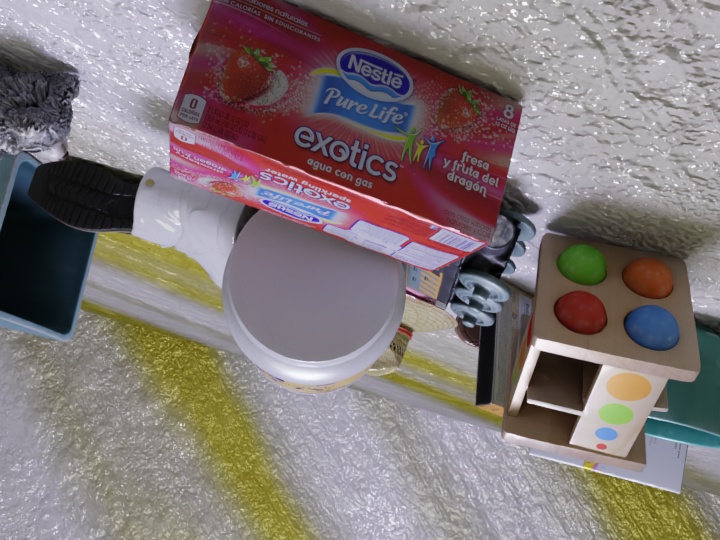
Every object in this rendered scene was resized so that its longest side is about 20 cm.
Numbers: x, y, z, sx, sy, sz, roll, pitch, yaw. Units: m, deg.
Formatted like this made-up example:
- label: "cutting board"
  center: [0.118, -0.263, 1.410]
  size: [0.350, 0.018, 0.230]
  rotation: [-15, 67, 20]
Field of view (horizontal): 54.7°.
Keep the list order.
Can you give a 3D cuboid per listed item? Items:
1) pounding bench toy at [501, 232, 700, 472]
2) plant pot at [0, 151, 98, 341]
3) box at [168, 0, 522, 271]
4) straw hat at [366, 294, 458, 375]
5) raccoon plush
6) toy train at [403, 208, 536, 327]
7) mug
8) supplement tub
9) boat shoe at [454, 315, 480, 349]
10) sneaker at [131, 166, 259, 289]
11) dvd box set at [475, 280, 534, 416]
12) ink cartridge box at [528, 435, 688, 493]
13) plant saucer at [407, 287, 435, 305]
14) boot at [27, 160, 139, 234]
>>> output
- label: "pounding bench toy"
  center: [0.209, 0.039, 0.621]
  size: [0.122, 0.201, 0.157]
  rotation: [11, 134, 8]
- label: "plant pot"
  center: [-0.495, -0.032, 0.913]
  size: [0.197, 0.199, 0.197]
  rotation: [5, 164, 12]
- label: "box"
  center: [-0.013, -0.081, 0.439]
  size: [0.197, 0.097, 0.100]
  rotation: [19, 165, -11]
- label: "straw hat"
  center: [0.011, 0.080, 0.838]
  size: [0.198, 0.086, 0.201]
  rotation: [16, 166, 4]
- label: "raccoon plush"
  center: [-0.326, -0.151, 0.555]
  size: [0.133, 0.098, 0.199]
  rotation: [-8, 153, 41]
- label: "toy train"
  center: [0.086, -0.014, 0.630]
  size: [0.113, 0.086, 0.200]
  rotation: [24, 167, 10]
- label: "mug"
  center: [0.340, 0.123, 0.781]
  size: [0.150, 0.116, 0.185]
  rotation: [16, 167, -1]
- label: "supplement tub"
  center: [-0.038, 0.025, 0.582]
  size: [0.143, 0.147, 0.200]
  rotation: [16, 167, 0]
- label: "boat shoe"
  center: [0.220, 0.096, 0.924]
  size: [0.200, 0.076, 0.075]
  rotation: [25, 176, -1]
- label: "sneaker"
  center: [-0.151, -0.035, 0.660]
  size: [0.114, 0.075, 0.200]
  rotation: [19, 158, 4]
- label: "dvd box set"
  center: [0.218, 0.112, 0.809]
  size: [0.198, 0.148, 0.029]
  rotation: [23, 151, -28]
- label: "ink cartridge box"
  center: [0.351, 0.204, 0.972]
  size: [0.197, 0.147, 0.145]
  rotation: [10, 177, 25]
- label: "plant saucer"
  center: [0.000, 0.000, 0.828]
  size: [0.198, 0.052, 0.201]
  rotation: [16, 166, 4]
- label: "boot"
  center: [-0.290, -0.067, 0.862]
  size: [0.197, 0.079, 0.138]
  rotation: [17, 171, 1]
